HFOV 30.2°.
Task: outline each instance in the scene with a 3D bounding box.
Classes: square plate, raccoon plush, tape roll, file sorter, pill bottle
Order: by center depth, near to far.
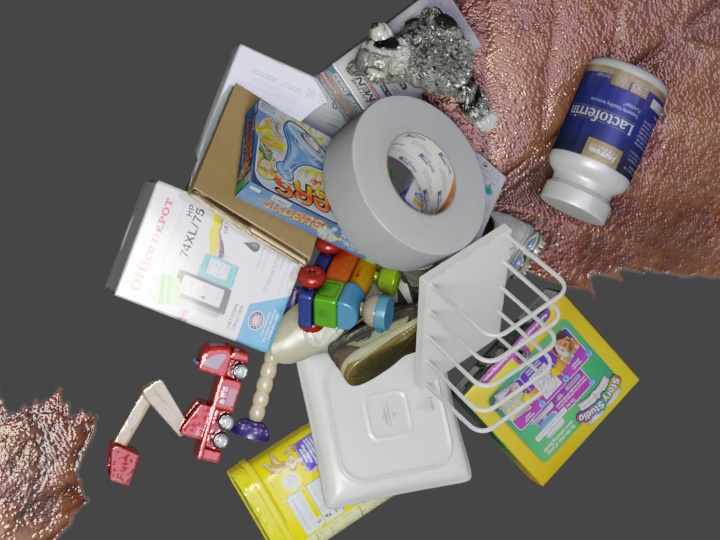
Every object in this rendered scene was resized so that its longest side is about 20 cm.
[{"bbox_3d":[0.054,-0.103,1.585,0.199,0.066,0.202,15,63,-32],"label":"tape roll"},{"bbox_3d":[0.157,0.078,1.608,0.138,0.124,0.201,-31,145,-25],"label":"file sorter"},{"bbox_3d":[0.078,-0.224,1.625,0.134,0.097,0.201,-40,101,-15],"label":"raccoon plush"},{"bbox_3d":[0.032,0.182,1.680,0.196,0.028,0.202,-8,76,-16],"label":"square plate"},{"bbox_3d":[0.320,-0.170,1.770,0.115,0.116,0.201,24,87,-15],"label":"pill bottle"}]

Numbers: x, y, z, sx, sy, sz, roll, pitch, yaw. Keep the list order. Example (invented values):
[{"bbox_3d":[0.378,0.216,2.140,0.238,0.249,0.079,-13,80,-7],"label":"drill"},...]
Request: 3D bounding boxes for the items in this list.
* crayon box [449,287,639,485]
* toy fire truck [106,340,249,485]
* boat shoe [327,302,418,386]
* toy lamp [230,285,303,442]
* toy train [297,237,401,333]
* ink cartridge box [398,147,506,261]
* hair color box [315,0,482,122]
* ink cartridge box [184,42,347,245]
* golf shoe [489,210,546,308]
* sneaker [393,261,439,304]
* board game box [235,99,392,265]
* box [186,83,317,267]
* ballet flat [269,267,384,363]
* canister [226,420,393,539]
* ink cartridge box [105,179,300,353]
[{"bbox_3d":[0.250,0.156,1.803,0.200,0.058,0.173,-45,104,-8],"label":"crayon box"},{"bbox_3d":[-0.230,0.178,1.678,0.140,0.049,0.202,16,89,-15],"label":"toy fire truck"},{"bbox_3d":[0.048,0.071,1.675,0.200,0.072,0.066,-30,60,-25],"label":"boat shoe"},{"bbox_3d":[-0.114,0.115,1.703,0.058,0.058,0.202,17,92,-15],"label":"toy lamp"},{"bbox_3d":[0.000,0.000,1.639,0.115,0.201,0.085,11,128,11],"label":"toy train"},{"bbox_3d":[0.110,-0.088,1.703,0.119,0.042,0.201,40,44,-14],"label":"ink cartridge box"},{"bbox_3d":[0.050,-0.267,1.696,0.200,0.060,0.100,-40,101,-24],"label":"hair color box"},{"bbox_3d":[-0.103,-0.156,1.692,0.198,0.041,0.202,22,85,-17],"label":"ink cartridge box"},{"bbox_3d":[0.158,0.014,1.773,0.097,0.078,0.201,34,81,5],"label":"golf shoe"},{"bbox_3d":[0.071,0.003,1.727,0.066,0.090,0.202,-17,98,-12],"label":"sneaker"},{"bbox_3d":[-0.052,-0.104,1.590,0.199,0.034,0.136,25,46,-26],"label":"board game box"},{"bbox_3d":[-0.110,-0.118,1.596,0.163,0.021,0.201,31,44,-17],"label":"box"},{"bbox_3d":[-0.030,0.053,1.681,0.199,0.069,0.070,-35,103,-35],"label":"ballet flat"},{"bbox_3d":[-0.050,0.267,1.714,0.199,0.086,0.149,-31,99,-13],"label":"canister"},{"bbox_3d":[-0.190,-0.007,1.626,0.199,0.146,0.148,21,88,-16],"label":"ink cartridge box"}]
